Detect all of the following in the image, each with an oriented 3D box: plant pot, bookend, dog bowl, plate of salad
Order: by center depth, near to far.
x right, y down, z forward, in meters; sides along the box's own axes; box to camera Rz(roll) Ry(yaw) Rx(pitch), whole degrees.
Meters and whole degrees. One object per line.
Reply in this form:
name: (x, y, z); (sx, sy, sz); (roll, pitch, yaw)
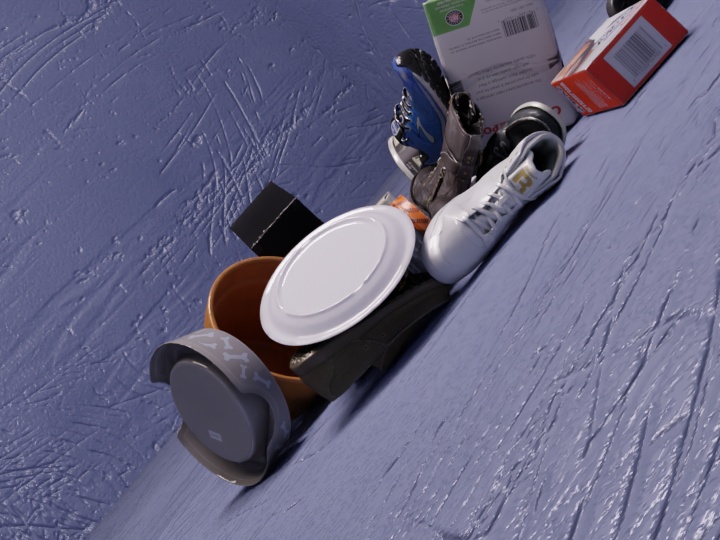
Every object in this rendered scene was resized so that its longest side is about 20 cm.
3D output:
plate of salad: (-0.022, 0.009, 1.530); (0.199, 0.048, 0.201); (-25, 35, 19)
dog bowl: (-0.164, 0.158, 1.683); (0.059, 0.201, 0.200); (-36, -3, -35)
plant pot: (-0.112, 0.102, 1.787); (0.200, 0.199, 0.141); (-52, -9, -45)
bookend: (-0.068, -0.015, 1.943); (0.092, 0.199, 0.200); (-48, 18, -2)

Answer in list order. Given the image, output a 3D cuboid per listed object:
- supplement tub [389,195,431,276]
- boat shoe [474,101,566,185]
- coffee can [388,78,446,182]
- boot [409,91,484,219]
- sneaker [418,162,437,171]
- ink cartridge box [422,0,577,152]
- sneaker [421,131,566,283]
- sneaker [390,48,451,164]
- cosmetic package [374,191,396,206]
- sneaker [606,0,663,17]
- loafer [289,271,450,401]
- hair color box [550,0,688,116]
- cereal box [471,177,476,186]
supplement tub: (0.014, 0.018, 1.621); (0.200, 0.122, 0.123); (-47, 4, 1)
boat shoe: (0.180, -0.133, 1.666); (0.066, 0.074, 0.199); (-51, 5, -22)
coffee can: (0.160, -0.223, 2.179); (0.200, 0.146, 0.146); (-46, 5, 24)
boot: (0.115, -0.136, 1.722); (0.200, 0.069, 0.175); (-109, 23, -59)
sneaker: (0.168, -0.198, 1.956); (0.200, 0.060, 0.104); (-41, 8, 20)
ink cartridge box: (0.179, -0.266, 1.780); (0.145, 0.202, 0.084); (-16, 10, 13)
sneaker: (0.146, -0.077, 1.509); (0.200, 0.074, 0.116); (-49, 1, -34)
sneaker: (0.076, -0.196, 1.781); (0.088, 0.200, 0.079); (-18, 50, 11)
cosmetic package: (0.007, -0.006, 2.039); (0.200, 0.105, 0.071); (-45, 5, 13)
sneaker: (0.379, -0.377, 1.913); (0.200, 0.060, 0.104); (-44, 3, -29)
loafer: (0.018, 0.070, 1.513); (0.199, 0.068, 0.076); (-32, 14, -9)
hair color box: (0.293, -0.243, 1.616); (0.111, 0.064, 0.200); (-48, 3, 0)
cereal box: (0.188, -0.149, 1.946); (0.200, 0.039, 0.144); (-48, 4, -6)
